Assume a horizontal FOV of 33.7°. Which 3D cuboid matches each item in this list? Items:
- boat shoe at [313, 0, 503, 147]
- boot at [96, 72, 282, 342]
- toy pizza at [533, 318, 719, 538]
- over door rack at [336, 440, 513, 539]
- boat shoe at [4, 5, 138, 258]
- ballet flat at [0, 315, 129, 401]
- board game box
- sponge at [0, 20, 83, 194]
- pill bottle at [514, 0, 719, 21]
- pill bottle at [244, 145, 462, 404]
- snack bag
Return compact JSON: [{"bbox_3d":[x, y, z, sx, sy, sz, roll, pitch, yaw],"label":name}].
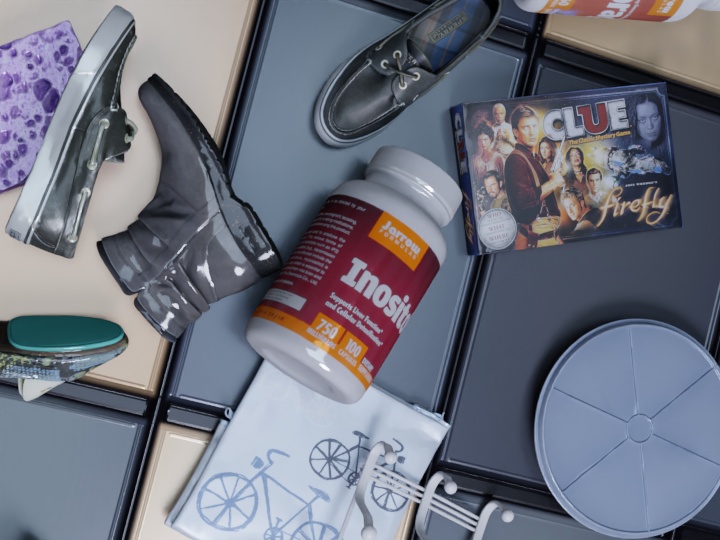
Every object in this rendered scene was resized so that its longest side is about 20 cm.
[{"bbox_3d":[0.042,-0.183,1.032,0.200,0.057,0.069,-41,99,-10],"label":"boat shoe"},{"bbox_3d":[-0.166,-0.051,0.983,0.131,0.070,0.200,-30,85,2],"label":"boot"},{"bbox_3d":[0.250,0.144,1.096,0.199,0.032,0.201,0,89,-13],"label":"toy pizza"},{"bbox_3d":[0.036,0.267,1.011,0.147,0.067,0.201,31,81,-24],"label":"over door rack"},{"bbox_3d":[-0.212,-0.108,0.942,0.063,0.071,0.201,23,92,-12],"label":"boat shoe"},{"bbox_3d":[-0.289,0.072,0.961,0.199,0.074,0.075,3,90,-11],"label":"ballet flat"},{"bbox_3d":[0.187,-0.093,1.078,0.199,0.035,0.136,-8,92,-13],"label":"board game box"},{"bbox_3d":[-0.308,-0.116,0.965,0.199,0.030,0.112,-23,96,-13],"label":"sponge"},{"bbox_3d":[0.239,-0.278,1.049,0.199,0.112,0.113,1,90,-13],"label":"pill bottle"},{"bbox_3d":[0.000,0.000,0.989,0.113,0.113,0.200,34,75,-11],"label":"pill bottle"},{"bbox_3d":[-0.042,0.174,1.034,0.188,0.021,0.201,30,81,-12],"label":"snack bag"}]
